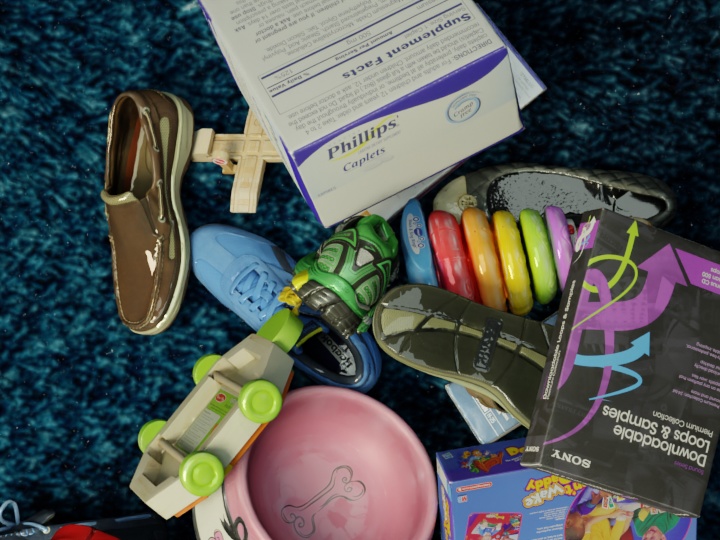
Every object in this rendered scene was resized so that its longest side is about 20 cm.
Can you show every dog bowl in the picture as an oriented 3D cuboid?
[{"bbox_3d":[-0.027,0.179,1.386,0.199,0.074,0.201,10,58,-16],"label":"dog bowl"}]

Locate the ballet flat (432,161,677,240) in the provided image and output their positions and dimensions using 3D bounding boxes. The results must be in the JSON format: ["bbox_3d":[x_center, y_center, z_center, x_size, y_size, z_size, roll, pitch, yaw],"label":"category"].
[{"bbox_3d":[0.158,-0.059,1.444,0.199,0.057,0.067,-2,86,4],"label":"ballet flat"}]

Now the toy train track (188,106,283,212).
[{"bbox_3d":[-0.052,-0.105,1.443,0.199,0.033,0.115,1,68,21],"label":"toy train track"}]

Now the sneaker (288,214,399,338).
[{"bbox_3d":[0.000,0.000,1.381,0.078,0.200,0.085,42,92,-4],"label":"sneaker"}]

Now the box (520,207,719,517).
[{"bbox_3d":[0.211,0.070,1.321,0.143,0.036,0.201,18,80,-18],"label":"box"}]

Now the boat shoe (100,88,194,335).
[{"bbox_3d":[-0.186,-0.050,1.452,0.075,0.075,0.203,-5,80,32],"label":"boat shoe"}]

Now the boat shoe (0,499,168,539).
[{"bbox_3d":[-0.258,0.231,1.456,0.199,0.084,0.069,3,63,-14],"label":"boat shoe"}]

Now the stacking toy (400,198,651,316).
[{"bbox_3d":[0.137,-0.010,1.399,0.199,0.110,0.116,-12,43,3],"label":"stacking toy"}]

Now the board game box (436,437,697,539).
[{"bbox_3d":[0.163,0.194,1.384,0.199,0.045,0.135,-8,117,-9],"label":"board game box"}]

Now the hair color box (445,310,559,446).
[{"bbox_3d":[0.167,0.063,1.415,0.200,0.100,0.061,-33,84,1],"label":"hair color box"}]

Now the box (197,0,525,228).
[{"bbox_3d":[0.000,-0.164,1.384,0.184,0.105,0.200,-27,53,-5],"label":"box"}]

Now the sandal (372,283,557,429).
[{"bbox_3d":[0.103,0.068,1.339,0.201,0.057,0.080,28,75,-1],"label":"sandal"}]

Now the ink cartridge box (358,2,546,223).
[{"bbox_3d":[0.049,-0.121,1.467,0.200,0.037,0.095,-39,84,4],"label":"ink cartridge box"}]

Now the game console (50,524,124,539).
[{"bbox_3d":[-0.174,0.290,1.399,0.176,0.200,0.031,22,45,6],"label":"game console"}]

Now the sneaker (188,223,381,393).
[{"bbox_3d":[-0.064,0.028,1.446,0.200,0.078,0.066,40,92,7],"label":"sneaker"}]

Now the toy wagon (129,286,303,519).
[{"bbox_3d":[-0.101,0.100,1.364,0.040,0.155,0.200,42,81,-18],"label":"toy wagon"}]
